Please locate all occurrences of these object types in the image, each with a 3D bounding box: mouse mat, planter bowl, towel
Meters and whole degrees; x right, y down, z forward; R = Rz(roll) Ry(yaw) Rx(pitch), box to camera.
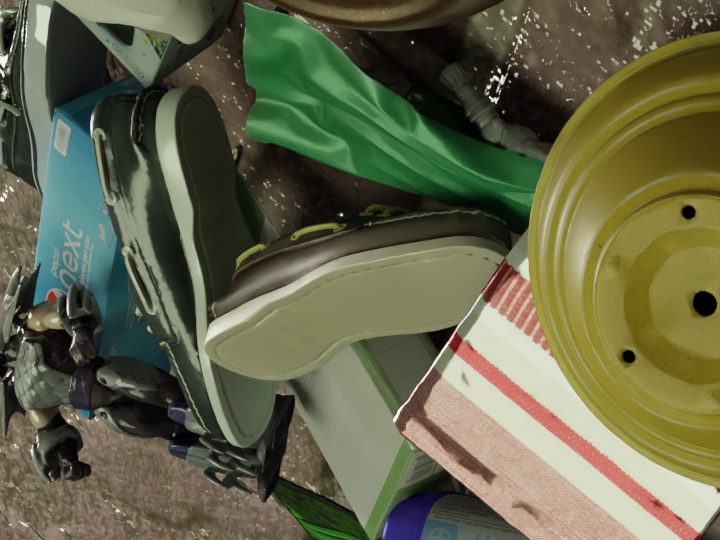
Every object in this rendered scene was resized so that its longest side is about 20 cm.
[{"bbox_3d":[0.037,0.186,1.558,0.200,0.008,0.161,24,160,39],"label":"mouse mat"},{"bbox_3d":[0.150,0.006,1.094,0.200,0.083,0.201,6,105,22],"label":"planter bowl"},{"bbox_3d":[0.121,0.037,1.171,0.144,0.023,0.200,39,114,10],"label":"towel"}]

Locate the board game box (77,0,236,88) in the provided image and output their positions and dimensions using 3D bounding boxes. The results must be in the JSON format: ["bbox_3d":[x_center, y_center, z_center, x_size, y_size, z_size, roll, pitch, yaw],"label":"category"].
[{"bbox_3d":[-0.113,-0.204,1.330,0.148,0.064,0.200,45,148,9],"label":"board game box"}]

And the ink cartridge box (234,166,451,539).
[{"bbox_3d":[-0.016,0.034,1.458,0.200,0.048,0.146,59,161,18],"label":"ink cartridge box"}]

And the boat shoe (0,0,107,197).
[{"bbox_3d":[-0.182,-0.114,1.509,0.068,0.074,0.199,26,153,12],"label":"boat shoe"}]

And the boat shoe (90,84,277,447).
[{"bbox_3d":[-0.092,-0.002,1.408,0.060,0.076,0.200,-1,108,27],"label":"boat shoe"}]

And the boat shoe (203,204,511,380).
[{"bbox_3d":[0.000,0.000,1.317,0.072,0.060,0.200,31,146,-30],"label":"boat shoe"}]

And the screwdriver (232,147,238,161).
[{"bbox_3d":[-0.100,-0.012,1.554,0.028,0.029,0.200,51,151,16],"label":"screwdriver"}]

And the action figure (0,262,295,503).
[{"bbox_3d":[-0.138,0.068,1.499,0.200,0.069,0.130,17,137,7],"label":"action figure"}]

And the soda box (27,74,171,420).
[{"bbox_3d":[-0.140,-0.013,1.535,0.064,0.068,0.200,40,139,25],"label":"soda box"}]

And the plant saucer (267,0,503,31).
[{"bbox_3d":[-0.011,-0.170,1.182,0.200,0.037,0.200,14,142,11],"label":"plant saucer"}]

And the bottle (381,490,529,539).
[{"bbox_3d":[0.108,0.170,1.392,0.200,0.065,0.084,10,103,22],"label":"bottle"}]

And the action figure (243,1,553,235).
[{"bbox_3d":[0.039,-0.062,1.277,0.200,0.055,0.118,26,158,17],"label":"action figure"}]

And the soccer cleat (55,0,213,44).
[{"bbox_3d":[-0.151,-0.163,1.301,0.200,0.069,0.078,30,160,36],"label":"soccer cleat"}]
